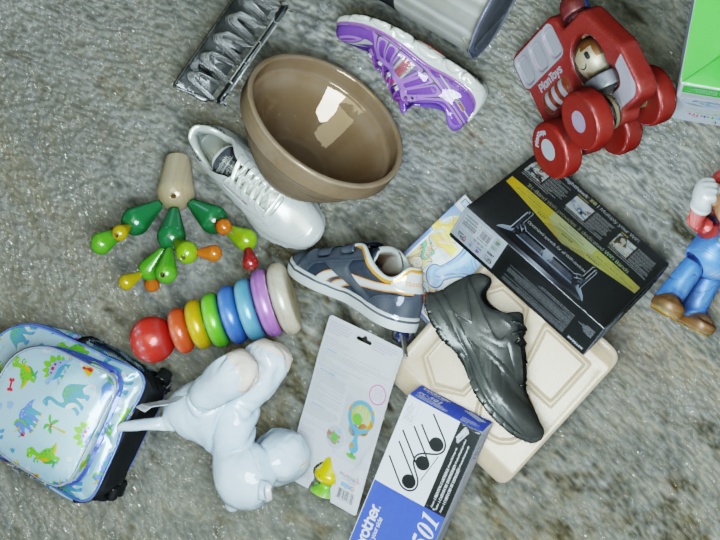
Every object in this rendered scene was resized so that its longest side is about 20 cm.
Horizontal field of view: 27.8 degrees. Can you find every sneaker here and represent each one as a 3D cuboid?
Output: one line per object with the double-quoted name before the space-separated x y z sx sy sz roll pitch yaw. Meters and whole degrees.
"sneaker" -0.126 -0.097 1.705 0.200 0.080 0.077 40 90 18
"sneaker" 0.000 0.000 1.650 0.199 0.078 0.080 25 106 40
"sneaker" 0.150 0.092 1.577 0.090 0.076 0.201 -32 84 5
"sneaker" 0.049 -0.232 1.696 0.199 0.081 0.084 34 97 11

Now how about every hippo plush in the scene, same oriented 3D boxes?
"hippo plush" -0.130 0.181 1.627 0.199 0.159 0.161 -25 81 -35

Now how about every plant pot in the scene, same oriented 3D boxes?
"plant pot" -0.058 -0.146 1.676 0.201 0.200 0.093 49 132 11

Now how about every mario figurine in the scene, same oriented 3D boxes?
"mario figurine" 0.400 -0.028 1.588 0.106 0.123 0.201 28 94 25

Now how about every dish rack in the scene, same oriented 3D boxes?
"dish rack" -0.146 -0.259 1.681 0.054 0.200 0.154 33 91 -15

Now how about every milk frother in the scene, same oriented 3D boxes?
"milk frother" 0.090 -0.374 1.640 0.188 0.200 0.181 31 87 12

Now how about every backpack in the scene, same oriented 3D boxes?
"backpack" -0.355 0.157 1.697 0.199 0.147 0.184 24 86 16

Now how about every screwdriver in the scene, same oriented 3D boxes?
"screwdriver" 0.043 0.077 1.604 0.029 0.200 0.028 -5 98 6

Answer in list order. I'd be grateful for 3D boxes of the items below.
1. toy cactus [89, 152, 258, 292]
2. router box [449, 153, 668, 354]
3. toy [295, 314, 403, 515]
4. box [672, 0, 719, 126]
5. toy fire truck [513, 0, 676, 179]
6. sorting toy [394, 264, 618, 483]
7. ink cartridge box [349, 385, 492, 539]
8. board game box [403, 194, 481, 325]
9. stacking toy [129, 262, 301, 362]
"toy cactus" -0.216 -0.057 1.733 0.199 0.102 0.166 -5 65 13
"router box" 0.220 -0.023 1.605 0.200 0.157 0.052 43 137 12
"toy" -0.011 0.165 1.674 0.115 0.047 0.201 24 99 36
"box" 0.405 -0.271 1.579 0.096 0.176 0.201 11 87 9
"toy fire truck" 0.244 -0.209 1.599 0.112 0.200 0.169 -22 79 -23
"sorting toy" 0.159 0.106 1.629 0.185 0.036 0.200 43 99 11
"ink cartridge box" 0.066 0.239 1.627 0.094 0.044 0.201 27 109 16
"board game box" 0.140 0.032 1.671 0.135 0.034 0.200 -44 79 4
"stacking toy" -0.173 0.057 1.697 0.199 0.085 0.086 -16 82 5
